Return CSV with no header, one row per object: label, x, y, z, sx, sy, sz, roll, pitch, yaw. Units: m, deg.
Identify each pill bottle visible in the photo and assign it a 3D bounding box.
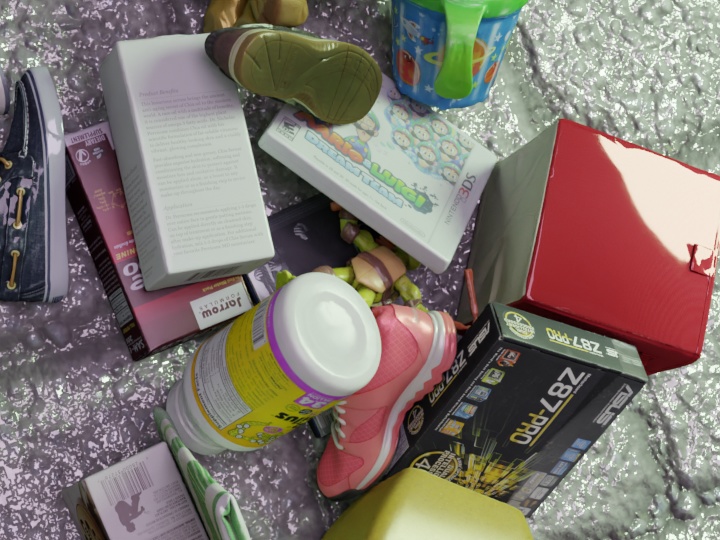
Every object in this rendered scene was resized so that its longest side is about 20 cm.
pill bottle,-0.079,0.086,1.425,0.104,0.199,0.105,21,53,-32

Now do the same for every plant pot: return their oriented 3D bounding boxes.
plant pot,0.047,0.287,1.448,0.193,0.195,0.202,23,64,-14

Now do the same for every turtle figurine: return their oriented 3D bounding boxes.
turtle figurine,0.000,0.000,1.525,0.161,0.064,0.201,-27,75,-37

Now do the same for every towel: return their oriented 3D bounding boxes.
towel,-0.113,0.207,1.375,0.023,0.200,0.154,-24,112,-12

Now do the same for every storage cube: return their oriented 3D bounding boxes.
storage cube,0.211,-0.011,1.572,0.178,0.171,0.202,18,73,-15

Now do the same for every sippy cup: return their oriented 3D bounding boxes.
sippy cup,0.084,-0.227,1.583,0.139,0.131,0.177,29,41,24

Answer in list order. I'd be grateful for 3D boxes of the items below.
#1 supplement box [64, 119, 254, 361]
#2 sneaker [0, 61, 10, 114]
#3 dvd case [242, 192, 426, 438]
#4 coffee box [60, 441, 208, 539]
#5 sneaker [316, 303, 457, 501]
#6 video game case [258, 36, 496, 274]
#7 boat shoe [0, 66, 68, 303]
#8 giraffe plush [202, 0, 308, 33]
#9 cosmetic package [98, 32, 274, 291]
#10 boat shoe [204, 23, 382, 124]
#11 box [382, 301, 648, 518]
supplement box,-0.183,-0.035,1.494,0.108,0.061,0.202,-22,87,-24
sneaker,-0.374,-0.215,1.458,0.082,0.070,0.202,-25,87,-27
dvd case,-0.019,0.031,1.559,0.149,0.025,0.202,-25,88,-23
coffee box,-0.166,0.253,1.412,0.079,0.113,0.202,-23,88,-22
sneaker,0.000,0.108,1.474,0.086,0.074,0.201,20,112,-27
video game case,0.021,-0.109,1.552,0.199,0.024,0.183,35,40,-6
boat shoe,-0.298,-0.072,1.444,0.090,0.071,0.203,-3,91,-20
giraffe plush,-0.060,-0.298,1.549,0.161,0.172,0.202,-14,101,-33
cosmetic package,-0.149,-0.093,1.448,0.100,0.071,0.202,-9,81,-25
boat shoe,-0.056,-0.177,1.469,0.200,0.066,0.072,7,111,-55
box,0.130,0.127,1.495,0.160,0.201,0.049,17,37,-28
